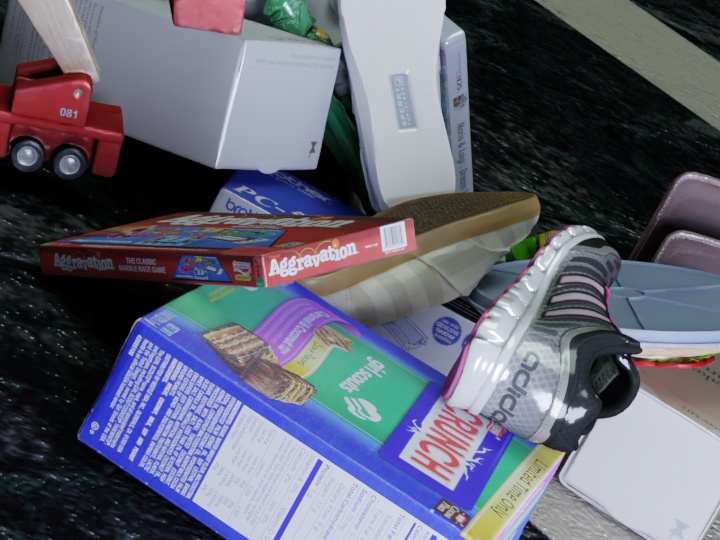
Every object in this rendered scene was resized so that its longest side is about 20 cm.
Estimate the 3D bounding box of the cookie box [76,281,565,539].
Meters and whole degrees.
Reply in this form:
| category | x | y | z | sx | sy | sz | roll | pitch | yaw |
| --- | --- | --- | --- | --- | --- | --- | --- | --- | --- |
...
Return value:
| category | x | y | z | sx | sy | sz | roll | pitch | yaw |
| --- | --- | --- | --- | --- | --- | --- | --- | --- | --- |
| cookie box | -0.014 | 0.088 | 1.075 | 0.199 | 0.076 | 0.171 | 33 | 19 | 10 |

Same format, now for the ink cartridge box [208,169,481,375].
| category | x | y | z | sx | sy | sz | roll | pitch | yaw |
| --- | --- | --- | --- | --- | --- | --- | --- | --- | --- |
| ink cartridge box | 0.000 | 0.000 | 1.350 | 0.199 | 0.044 | 0.094 | 28 | 18 | -1 |

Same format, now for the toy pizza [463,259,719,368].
| category | x | y | z | sx | sy | sz | roll | pitch | yaw |
| --- | --- | --- | --- | --- | --- | --- | --- | --- | --- |
| toy pizza | 0.160 | 0.028 | 1.311 | 0.198 | 0.032 | 0.200 | 3 | 13 | -1 |

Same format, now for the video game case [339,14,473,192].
| category | x | y | z | sx | sy | sz | roll | pitch | yaw |
| --- | --- | --- | --- | --- | --- | --- | --- | --- | --- |
| video game case | 0.014 | -0.150 | 1.571 | 0.024 | 0.183 | 0.200 | -29 | 50 | -21 |

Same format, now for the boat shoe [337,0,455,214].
| category | x | y | z | sx | sy | sz | roll | pitch | yaw |
| --- | --- | --- | --- | --- | --- | --- | --- | --- | --- |
| boat shoe | 0.022 | -0.124 | 1.372 | 0.071 | 0.202 | 0.068 | -11 | -4 | -16 |

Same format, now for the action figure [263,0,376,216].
| category | x | y | z | sx | sy | sz | roll | pitch | yaw |
| --- | --- | --- | --- | --- | --- | --- | --- | --- | --- |
| action figure | -0.013 | -0.109 | 1.439 | 0.118 | 0.055 | 0.201 | 38 | -17 | 51 |

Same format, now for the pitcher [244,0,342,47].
| category | x | y | z | sx | sy | sz | roll | pitch | yaw |
| --- | --- | --- | --- | --- | --- | --- | --- | --- | --- |
| pitcher | -0.052 | -0.226 | 1.420 | 0.170 | 0.122 | 0.201 | 2 | -35 | 26 |

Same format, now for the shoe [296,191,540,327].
| category | x | y | z | sx | sy | sz | roll | pitch | yaw |
| --- | --- | --- | --- | --- | --- | --- | --- | --- | --- |
| shoe | 0.027 | -0.003 | 1.281 | 0.199 | 0.054 | 0.070 | -20 | 22 | -32 |

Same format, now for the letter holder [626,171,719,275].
| category | x | y | z | sx | sy | sz | roll | pitch | yaw |
| --- | --- | --- | --- | --- | --- | --- | --- | --- | --- |
| letter holder | 0.285 | 0.037 | 1.490 | 0.199 | 0.143 | 0.101 | 24 | 20 | -11 |

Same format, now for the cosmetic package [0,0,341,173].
| category | x | y | z | sx | sy | sz | roll | pitch | yaw |
| --- | --- | --- | --- | --- | --- | --- | --- | --- | --- |
| cosmetic package | -0.125 | -0.128 | 1.373 | 0.199 | 0.086 | 0.107 | 19 | 12 | 31 |

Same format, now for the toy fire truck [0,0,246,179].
| category | x | y | z | sx | sy | sz | roll | pitch | yaw |
| --- | --- | --- | --- | --- | --- | --- | --- | --- | --- |
| toy fire truck | -0.176 | -0.129 | 1.252 | 0.198 | 0.142 | 0.049 | 10 | 24 | -14 |

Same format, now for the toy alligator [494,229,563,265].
| category | x | y | z | sx | sy | sz | roll | pitch | yaw |
| --- | --- | --- | --- | --- | --- | --- | --- | --- | --- |
| toy alligator | 0.110 | 0.006 | 1.455 | 0.200 | 0.059 | 0.055 | -9 | 83 | -73 |

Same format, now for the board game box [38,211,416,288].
| category | x | y | z | sx | sy | sz | roll | pitch | yaw |
| --- | --- | --- | --- | --- | --- | --- | --- | --- | --- |
| board game box | -0.074 | -0.013 | 1.138 | 0.102 | 0.020 | 0.199 | -13 | 11 | -40 |

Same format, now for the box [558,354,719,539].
| category | x | y | z | sx | sy | sz | roll | pitch | yaw |
| --- | --- | --- | --- | --- | --- | --- | --- | --- | --- |
| box | 0.202 | 0.097 | 1.330 | 0.095 | 0.078 | 0.200 | 32 | 20 | 11 |

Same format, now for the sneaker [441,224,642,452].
| category | x | y | z | sx | sy | sz | roll | pitch | yaw |
| --- | --- | --- | --- | --- | --- | --- | --- | --- | --- |
| sneaker | 0.112 | 0.041 | 1.146 | 0.087 | 0.074 | 0.200 | 34 | 27 | 7 |
